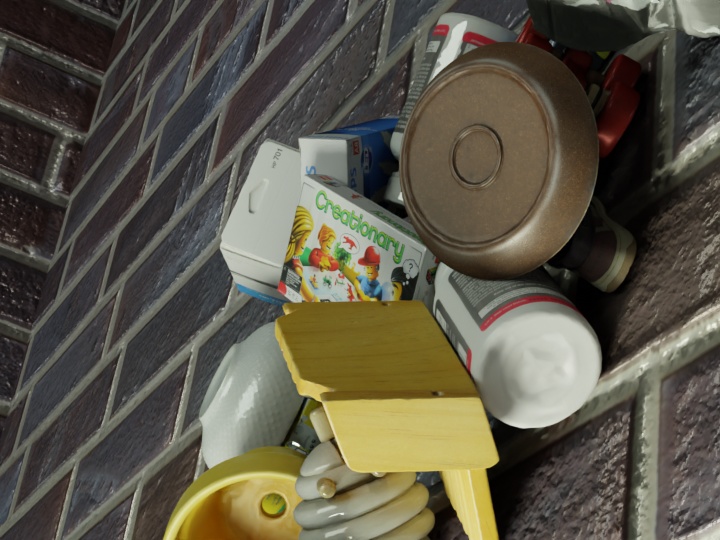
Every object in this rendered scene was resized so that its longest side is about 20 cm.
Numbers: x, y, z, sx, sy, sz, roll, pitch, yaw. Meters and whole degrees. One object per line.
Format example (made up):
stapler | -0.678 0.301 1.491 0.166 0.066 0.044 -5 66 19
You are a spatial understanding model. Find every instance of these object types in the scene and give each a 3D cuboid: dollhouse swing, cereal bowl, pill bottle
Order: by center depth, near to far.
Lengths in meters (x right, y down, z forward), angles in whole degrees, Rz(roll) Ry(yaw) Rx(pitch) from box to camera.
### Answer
dollhouse swing | 0.022 0.143 1.434 0.200 0.182 0.176 -119 31 -64
pill bottle | 0.126 0.045 1.455 0.111 0.111 0.200 -62 21 15
pill bottle | 0.097 -0.150 1.714 0.200 0.111 0.111 -68 20 -1
cereal bowl | -0.125 0.142 1.897 0.200 0.083 0.200 -60 10 17

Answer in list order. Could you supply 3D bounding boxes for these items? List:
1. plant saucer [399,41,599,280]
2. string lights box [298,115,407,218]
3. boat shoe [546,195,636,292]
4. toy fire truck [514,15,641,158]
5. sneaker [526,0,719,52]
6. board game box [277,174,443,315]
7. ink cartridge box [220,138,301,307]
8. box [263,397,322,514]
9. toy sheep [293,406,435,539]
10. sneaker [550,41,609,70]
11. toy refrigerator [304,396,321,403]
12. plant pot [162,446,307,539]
plant saucer | 0.104 -0.093 1.400 0.200 0.034 0.200 -2 86 38
string lights box | 0.009 -0.101 1.771 0.200 0.059 0.103 -23 -66 -60
boat shoe | 0.176 -0.038 1.479 0.072 0.065 0.200 -59 22 10
toy fire truck | 0.159 -0.124 1.497 0.168 0.112 0.200 -61 2 26
sneaker | 0.237 -0.238 1.424 0.086 0.200 0.080 -71 -19 -50
board game box | 0.000 0.000 1.616 0.200 0.035 0.126 32 115 46
ink cartridge box | -0.096 -0.052 2.031 0.200 0.086 0.147 84 -152 -76
box | -0.073 0.190 1.880 0.200 0.048 0.117 -59 12 17
toy sheep | 0.001 0.216 1.516 0.138 0.138 0.200 -15 93 65
sneaker | 0.176 -0.187 1.636 0.200 0.074 0.082 -53 23 15
toy refrigerator | 0.017 0.119 1.705 0.200 0.076 0.070 -3 66 67
plant pot | -0.091 0.263 1.682 0.201 0.201 0.189 -63 6 11
